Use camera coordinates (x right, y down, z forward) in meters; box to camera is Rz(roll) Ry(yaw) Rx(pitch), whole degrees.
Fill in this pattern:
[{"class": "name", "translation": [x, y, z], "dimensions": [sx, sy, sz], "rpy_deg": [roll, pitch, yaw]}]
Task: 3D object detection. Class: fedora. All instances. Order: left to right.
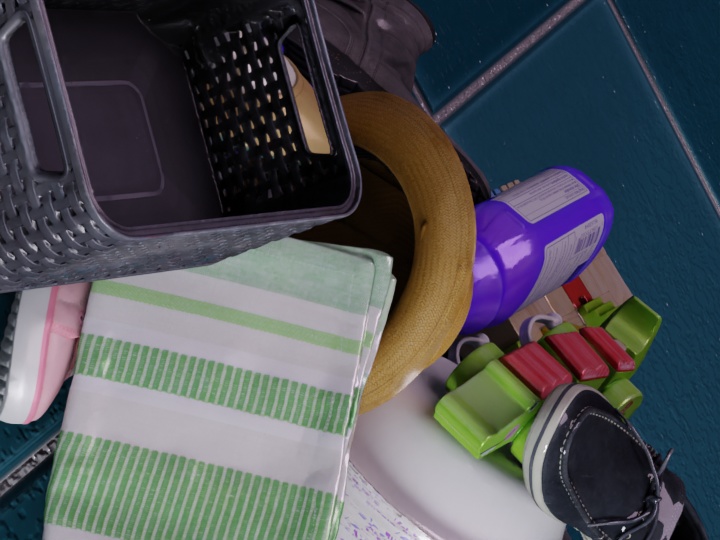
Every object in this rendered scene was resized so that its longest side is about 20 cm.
[{"class": "fedora", "translation": [0.000, 0.000, 1.164], "dimensions": [0.082, 0.200, 0.201], "rpy_deg": [28, 52, -47]}]

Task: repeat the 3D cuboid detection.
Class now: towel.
[{"class": "towel", "translation": [-0.074, 0.073, 1.064], "dimensions": [0.152, 0.023, 0.200], "rpy_deg": [12, 80, -2]}]

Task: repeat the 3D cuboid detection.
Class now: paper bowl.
[{"class": "paper bowl", "translation": [0.042, 0.123, 1.220], "dimensions": [0.201, 0.104, 0.201], "rpy_deg": [34, 16, -11]}]

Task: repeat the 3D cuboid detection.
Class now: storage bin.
[{"class": "storage bin", "translation": [-0.103, -0.072, 0.972], "dimensions": [0.200, 0.094, 0.135], "rpy_deg": [-9, 82, -54]}]

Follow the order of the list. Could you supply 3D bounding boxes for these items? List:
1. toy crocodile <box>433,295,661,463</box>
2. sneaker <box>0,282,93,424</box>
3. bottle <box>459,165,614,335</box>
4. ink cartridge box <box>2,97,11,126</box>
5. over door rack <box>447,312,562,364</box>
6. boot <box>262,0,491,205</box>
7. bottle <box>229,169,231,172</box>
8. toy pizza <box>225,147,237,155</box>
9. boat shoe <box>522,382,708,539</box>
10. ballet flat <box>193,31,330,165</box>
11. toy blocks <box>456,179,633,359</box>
[{"class": "toy crocodile", "translation": [0.111, 0.062, 1.201], "dimensions": [0.068, 0.062, 0.200], "rpy_deg": [46, 33, 22]}, {"class": "sneaker", "translation": [-0.130, 0.004, 1.129], "dimensions": [0.104, 0.075, 0.200], "rpy_deg": [18, 50, -11]}, {"class": "bottle", "translation": [0.084, -0.006, 1.318], "dimensions": [0.065, 0.084, 0.200], "rpy_deg": [42, 36, 16]}, {"class": "ink cartridge box", "translation": [-0.288, -0.064, 0.927], "dimensions": [0.146, 0.147, 0.200], "rpy_deg": [59, 36, -13]}, {"class": "over door rack", "translation": [0.112, 0.129, 1.343], "dimensions": [0.067, 0.148, 0.200], "rpy_deg": [-30, 96, -41]}, {"class": "boot", "translation": [0.026, -0.125, 1.399], "dimensions": [0.200, 0.070, 0.132], "rpy_deg": [43, 41, -9]}, {"class": "bottle", "translation": [-0.057, -0.076, 1.272], "dimensions": [0.065, 0.083, 0.200], "rpy_deg": [-31, 99, -56]}, {"class": "toy pizza", "translation": [-0.149, -0.115, 1.166], "dimensions": [0.200, 0.032, 0.200], "rpy_deg": [14, 40, -12]}, {"class": "boat shoe", "translation": [0.146, 0.125, 1.168], "dimensions": [0.075, 0.062, 0.200], "rpy_deg": [-58, 141, -19]}, {"class": "ballet flat", "translation": [-0.095, -0.119, 1.120], "dimensions": [0.200, 0.063, 0.069], "rpy_deg": [23, 38, -1]}, {"class": "toy blocks", "translation": [0.110, 0.002, 1.467], "dimensions": [0.200, 0.100, 0.137], "rpy_deg": [-23, 79, -52]}]
